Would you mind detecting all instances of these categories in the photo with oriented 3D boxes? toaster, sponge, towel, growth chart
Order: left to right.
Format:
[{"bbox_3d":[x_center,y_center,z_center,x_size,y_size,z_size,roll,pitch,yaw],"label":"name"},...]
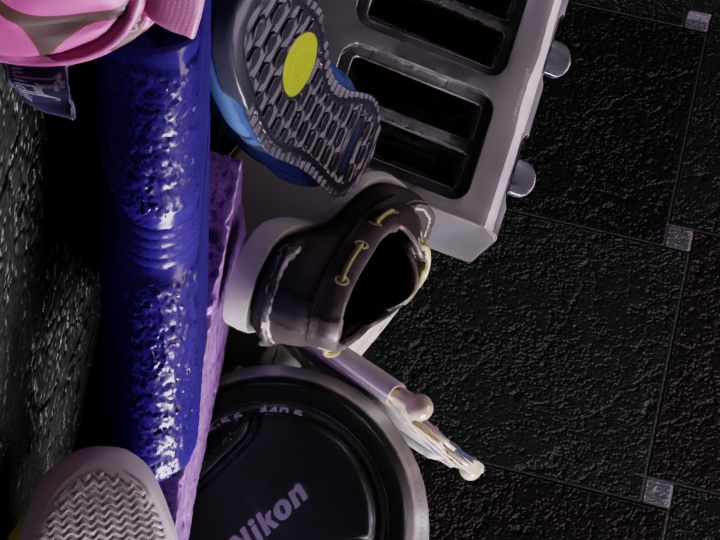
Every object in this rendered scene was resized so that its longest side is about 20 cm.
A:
[{"bbox_3d":[-0.085,-0.035,0.781,0.148,0.049,0.202,-91,-176,-57],"label":"towel"},{"bbox_3d":[-0.084,0.054,0.937,0.112,0.029,0.202,99,1,-71],"label":"sponge"},{"bbox_3d":[0.008,0.068,1.080,0.018,0.144,0.200,-54,160,-6],"label":"growth chart"},{"bbox_3d":[0.025,-0.125,1.264,0.119,0.198,0.183,151,-41,-75],"label":"toaster"}]

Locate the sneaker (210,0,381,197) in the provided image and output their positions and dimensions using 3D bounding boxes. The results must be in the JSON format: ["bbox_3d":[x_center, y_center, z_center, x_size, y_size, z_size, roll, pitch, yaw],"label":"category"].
[{"bbox_3d":[-0.051,-0.089,0.916,0.066,0.078,0.200,-63,162,-7],"label":"sneaker"}]

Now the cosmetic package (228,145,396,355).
[{"bbox_3d":[-0.033,-0.009,1.191,0.073,0.103,0.200,-49,170,-11],"label":"cosmetic package"}]

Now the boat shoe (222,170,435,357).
[{"bbox_3d":[0.000,0.000,0.993,0.201,0.060,0.072,-29,139,-64],"label":"boat shoe"}]

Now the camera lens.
[{"bbox_3d":[-0.042,0.141,1.075,0.200,0.158,0.162,80,19,-79],"label":"camera lens"}]

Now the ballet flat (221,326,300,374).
[{"bbox_3d":[-0.078,0.044,1.171,0.064,0.067,0.200,-54,170,-10],"label":"ballet flat"}]

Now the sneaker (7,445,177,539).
[{"bbox_3d":[-0.114,0.146,0.810,0.105,0.075,0.202,-116,-151,-63],"label":"sneaker"}]

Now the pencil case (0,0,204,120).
[{"bbox_3d":[-0.069,-0.144,0.520,0.091,0.093,0.202,93,6,-55],"label":"pencil case"}]
